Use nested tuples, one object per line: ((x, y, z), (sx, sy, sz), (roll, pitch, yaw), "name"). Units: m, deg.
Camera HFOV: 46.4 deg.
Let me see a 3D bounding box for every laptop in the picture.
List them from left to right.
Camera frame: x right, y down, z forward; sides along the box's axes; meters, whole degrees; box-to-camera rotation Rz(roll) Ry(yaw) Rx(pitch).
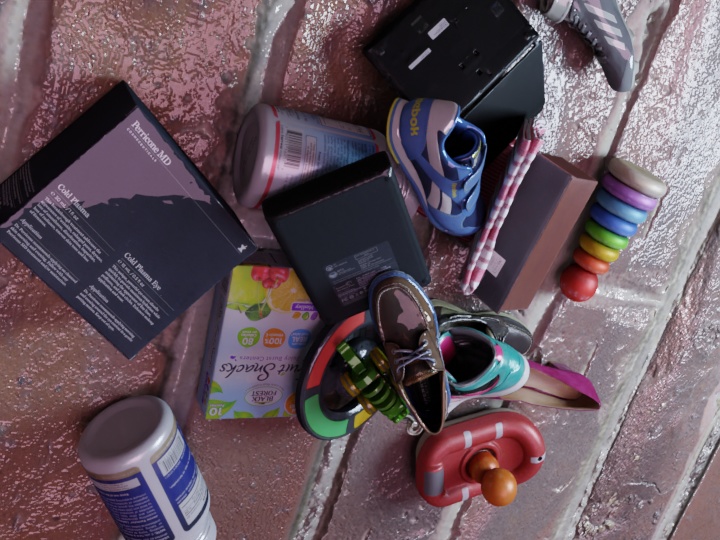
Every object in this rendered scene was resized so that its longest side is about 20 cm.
((0.117, -0.221, 0.978), (0.177, 0.103, 0.200), (-44, 97, -12), "laptop")

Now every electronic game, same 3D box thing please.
((-0.006, 0.123, 1.059), (0.198, 0.041, 0.203), (-30, 135, -35), "electronic game")

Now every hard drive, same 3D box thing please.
((-0.008, -0.028, 0.909), (0.137, 0.033, 0.201), (-21, 141, 3), "hard drive")

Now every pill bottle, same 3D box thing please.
((-0.247, 0.260, 1.005), (0.114, 0.116, 0.203), (-23, 122, -12), "pill bottle")
((-0.033, -0.109, 0.921), (0.196, 0.109, 0.111), (9, 111, -24), "pill bottle")

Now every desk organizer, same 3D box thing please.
((0.219, -0.048, 1.093), (0.076, 0.072, 0.203), (0, 123, -47), "desk organizer")

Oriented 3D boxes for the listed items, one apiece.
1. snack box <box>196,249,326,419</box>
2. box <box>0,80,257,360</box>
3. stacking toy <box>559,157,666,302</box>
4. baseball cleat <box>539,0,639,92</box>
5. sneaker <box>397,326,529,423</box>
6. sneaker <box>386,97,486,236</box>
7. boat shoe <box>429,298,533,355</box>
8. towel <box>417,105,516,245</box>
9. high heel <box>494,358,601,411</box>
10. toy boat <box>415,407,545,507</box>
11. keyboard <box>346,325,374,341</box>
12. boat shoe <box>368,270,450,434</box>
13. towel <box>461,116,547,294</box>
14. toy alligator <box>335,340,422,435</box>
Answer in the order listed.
((-0.111, 0.079, 1.016), (0.139, 0.053, 0.204), (4, 113, -27), "snack box")
((-0.240, -0.050, 0.863), (0.181, 0.104, 0.201), (-39, 124, -2), "box")
((0.332, -0.048, 1.153), (0.084, 0.086, 0.203), (14, 113, -29), "stacking toy")
((0.270, -0.299, 1.010), (0.105, 0.070, 0.203), (-23, 113, -5), "baseball cleat")
((0.106, 0.134, 1.069), (0.197, 0.085, 0.121), (-23, 145, 19), "sneaker")
((0.100, -0.105, 0.898), (0.200, 0.081, 0.075), (49, 47, -45), "sneaker")
((0.160, 0.093, 1.143), (0.196, 0.065, 0.074), (12, 111, -28), "boat shoe")
((0.122, -0.125, 1.044), (0.198, 0.023, 0.145), (29, 100, -33), "towel")
((0.248, 0.168, 1.201), (0.196, 0.096, 0.069), (-3, 116, -24), "high heel")
((0.181, 0.285, 1.207), (0.196, 0.131, 0.133), (-13, 120, -19), "toy boat")
((0.000, 0.000, 1.056), (0.055, 0.011, 0.204), (-6, 117, -22), "keyboard")
((0.064, 0.096, 0.951), (0.071, 0.073, 0.203), (-21, 116, 6), "boat shoe")
((0.170, -0.078, 0.998), (0.029, 0.147, 0.203), (23, 112, 4), "towel")
((0.034, 0.158, 1.023), (0.059, 0.054, 0.201), (-36, 125, 3), "toy alligator")
